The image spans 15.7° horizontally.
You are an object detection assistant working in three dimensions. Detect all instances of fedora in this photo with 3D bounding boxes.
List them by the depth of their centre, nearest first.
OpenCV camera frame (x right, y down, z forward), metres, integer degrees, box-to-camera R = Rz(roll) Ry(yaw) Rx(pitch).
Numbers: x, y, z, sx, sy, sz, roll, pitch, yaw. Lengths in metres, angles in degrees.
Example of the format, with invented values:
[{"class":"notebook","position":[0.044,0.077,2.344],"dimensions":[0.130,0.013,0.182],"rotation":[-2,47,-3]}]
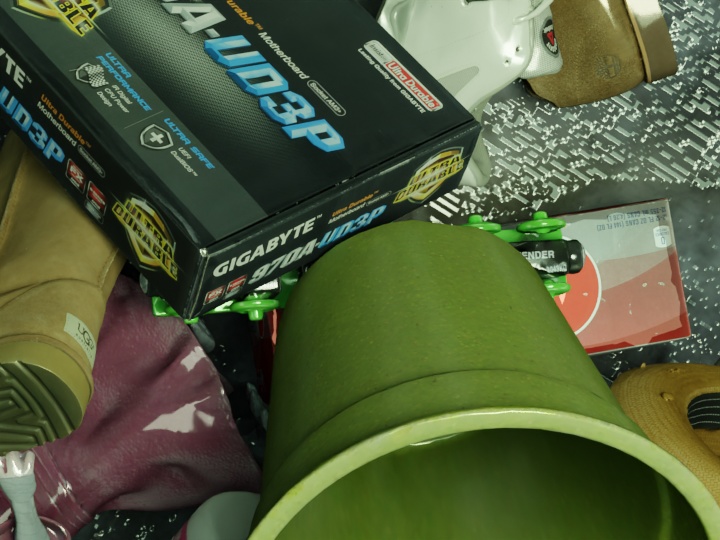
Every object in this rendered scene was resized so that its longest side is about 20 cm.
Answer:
[{"class":"fedora","position":[0.185,0.116,1.148],"dimensions":[0.200,0.201,0.082],"rotation":[22,110,-10]}]

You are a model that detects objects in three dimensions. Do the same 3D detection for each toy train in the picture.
[{"class":"toy train","position":[0.000,0.000,1.154],"dimensions":[0.199,0.056,0.042],"rotation":[-3,84,-11]}]

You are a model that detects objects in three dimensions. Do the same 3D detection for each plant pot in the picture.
[{"class":"plant pot","position":[0.033,0.080,1.057],"dimensions":[0.199,0.190,0.201],"rotation":[-4,125,-6]}]

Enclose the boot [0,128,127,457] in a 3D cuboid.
[{"class":"boot","position":[-0.166,0.003,1.141],"dimensions":[0.174,0.200,0.066],"rotation":[-10,128,19]}]

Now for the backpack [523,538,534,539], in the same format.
[{"class":"backpack","position":[0.098,0.216,1.179],"dimensions":[0.200,0.168,0.163],"rotation":[34,81,-8]}]

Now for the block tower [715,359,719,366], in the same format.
[{"class":"block tower","position":[0.208,0.050,1.259],"dimensions":[0.058,0.054,0.200],"rotation":[44,82,-9]}]

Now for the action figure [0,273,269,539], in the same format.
[{"class":"action figure","position":[-0.141,0.094,1.185],"dimensions":[0.200,0.134,0.149],"rotation":[-37,129,-5]}]

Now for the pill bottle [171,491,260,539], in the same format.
[{"class":"pill bottle","position":[-0.080,0.204,1.144],"dimensions":[0.113,0.113,0.200],"rotation":[36,109,-9]}]

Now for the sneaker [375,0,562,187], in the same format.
[{"class":"sneaker","position":[0.060,-0.132,1.193],"dimensions":[0.088,0.074,0.201],"rotation":[23,113,10]}]

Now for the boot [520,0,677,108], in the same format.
[{"class":"boot","position":[0.081,-0.173,1.231],"dimensions":[0.075,0.074,0.201],"rotation":[-21,95,2]}]

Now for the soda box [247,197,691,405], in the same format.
[{"class":"soda box","position":[0.049,0.016,1.223],"dimensions":[0.199,0.063,0.070],"rotation":[-9,90,-10]}]

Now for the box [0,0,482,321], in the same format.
[{"class":"box","position":[-0.071,-0.085,1.133],"dimensions":[0.159,0.046,0.200],"rotation":[-26,61,-35]}]
